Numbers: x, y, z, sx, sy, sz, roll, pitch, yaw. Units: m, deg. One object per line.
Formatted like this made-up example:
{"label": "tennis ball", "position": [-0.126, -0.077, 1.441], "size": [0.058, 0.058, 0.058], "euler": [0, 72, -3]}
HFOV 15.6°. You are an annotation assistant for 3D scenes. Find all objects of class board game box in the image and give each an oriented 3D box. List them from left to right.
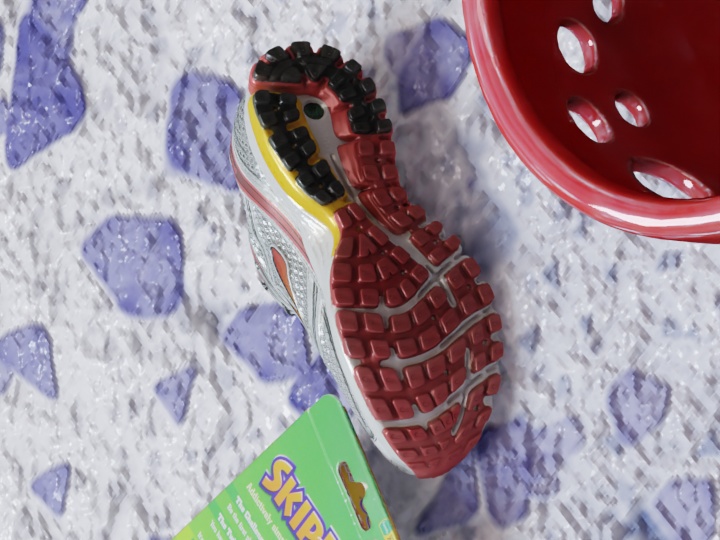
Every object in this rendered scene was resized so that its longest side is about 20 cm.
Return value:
{"label": "board game box", "position": [-0.041, 0.143, 1.195], "size": [0.200, 0.030, 0.096], "euler": [-47, 58, 43]}

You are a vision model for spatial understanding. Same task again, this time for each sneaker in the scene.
{"label": "sneaker", "position": [0.000, 0.000, 1.171], "size": [0.200, 0.078, 0.082], "euler": [68, 153, 17]}

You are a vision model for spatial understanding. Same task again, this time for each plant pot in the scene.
{"label": "plant pot", "position": [0.165, -0.104, 0.946], "size": [0.200, 0.182, 0.201], "euler": [-5, 83, 41]}
